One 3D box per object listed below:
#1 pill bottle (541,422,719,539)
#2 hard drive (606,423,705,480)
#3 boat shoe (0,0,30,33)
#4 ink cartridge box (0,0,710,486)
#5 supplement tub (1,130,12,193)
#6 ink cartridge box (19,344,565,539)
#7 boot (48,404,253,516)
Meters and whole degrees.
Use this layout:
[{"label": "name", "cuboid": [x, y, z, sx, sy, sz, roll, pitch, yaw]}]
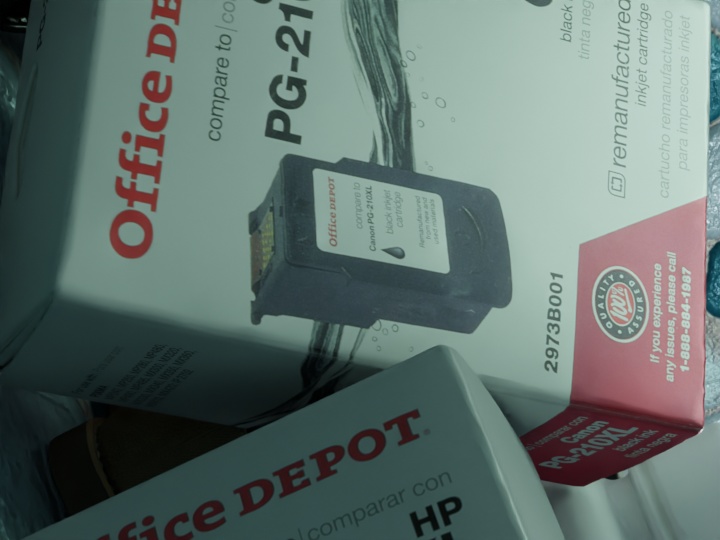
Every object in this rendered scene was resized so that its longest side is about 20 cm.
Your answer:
[{"label": "pill bottle", "cuboid": [0.049, 0.133, 0.670, 0.113, 0.200, 0.114, -24, 90, -84]}, {"label": "hard drive", "cuboid": [0.102, 0.050, 0.801, 0.140, 0.038, 0.200, -27, 103, -66]}, {"label": "boat shoe", "cuboid": [-0.071, -0.115, 0.820, 0.199, 0.075, 0.066, 8, 53, -36]}, {"label": "ink cartridge box", "cuboid": [-0.001, -0.027, 0.599, 0.084, 0.200, 0.145, 141, -43, -61]}, {"label": "supplement tub", "cuboid": [-0.049, -0.102, 0.717, 0.132, 0.132, 0.200, 46, 51, -72]}, {"label": "ink cartridge box", "cuboid": [0.001, 0.141, 0.509, 0.084, 0.144, 0.200, 55, 12, -56]}, {"label": "boot", "cuboid": [-0.050, 0.060, 0.704, 0.074, 0.075, 0.200, 61, 3, -2]}]
